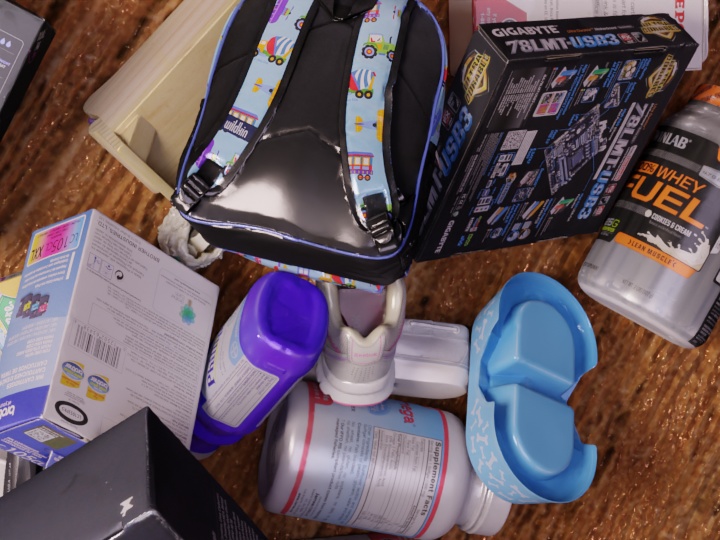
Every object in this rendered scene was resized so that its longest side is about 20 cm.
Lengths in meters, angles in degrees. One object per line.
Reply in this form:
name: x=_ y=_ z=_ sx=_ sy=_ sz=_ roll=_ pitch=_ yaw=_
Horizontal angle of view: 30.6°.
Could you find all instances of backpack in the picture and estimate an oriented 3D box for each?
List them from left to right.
backpack: x=-0.026 y=-0.104 z=0.949 sx=0.181 sy=0.135 sz=0.201 roll=11 pitch=77 yaw=9

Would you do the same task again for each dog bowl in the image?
dog bowl: x=0.138 y=0.100 z=1.085 sx=0.111 sy=0.049 sz=0.201 roll=25 pitch=54 yaw=-27

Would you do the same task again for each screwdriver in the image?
screwdriver: x=-0.243 y=0.218 z=0.953 sx=0.029 sy=0.028 sz=0.202 roll=0 pitch=94 yaw=16

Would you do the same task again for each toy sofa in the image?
toy sofa: x=-0.118 y=-0.155 z=1.040 sx=0.200 sy=0.098 sz=0.083 roll=-48 pitch=128 yaw=-3

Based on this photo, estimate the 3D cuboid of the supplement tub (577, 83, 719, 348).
supplement tub: x=0.279 y=-0.046 z=1.108 sx=0.122 sy=0.123 sz=0.201 roll=28 pitch=90 yaw=-14

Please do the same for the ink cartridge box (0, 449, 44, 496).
ink cartridge box: x=-0.309 y=0.213 z=0.976 sx=0.199 sy=0.045 sz=0.177 roll=19 pitch=92 yaw=-13

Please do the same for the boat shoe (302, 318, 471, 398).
boat shoe: x=-0.003 y=0.057 z=1.095 sx=0.198 sy=0.072 sz=0.069 roll=8 pitch=68 yaw=-2

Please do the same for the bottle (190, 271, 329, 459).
bottle: x=-0.094 y=0.083 z=1.020 sx=0.065 sy=0.200 sz=0.084 roll=24 pitch=48 yaw=-16

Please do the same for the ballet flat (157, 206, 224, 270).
ballet flat: x=-0.080 y=-0.073 z=1.058 sx=0.072 sy=0.072 sz=0.200 roll=43 pitch=87 yaw=-14

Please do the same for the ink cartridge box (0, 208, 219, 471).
ink cartridge box: x=-0.187 y=0.077 z=0.954 sx=0.136 sy=0.076 sz=0.201 roll=35 pitch=49 yaw=-39

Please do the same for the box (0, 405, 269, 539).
box: x=-0.162 y=0.233 z=0.886 sx=0.196 sy=0.118 sz=0.200 roll=-31 pitch=120 yaw=8

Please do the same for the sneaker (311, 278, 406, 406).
sneaker: x=0.000 y=0.000 z=1.041 sx=0.081 sy=0.088 sz=0.201 roll=-3 pitch=62 yaw=-13

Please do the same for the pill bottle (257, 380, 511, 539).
pill bottle: x=0.022 y=0.161 z=1.089 sx=0.199 sy=0.109 sz=0.110 roll=13 pitch=95 yaw=-14

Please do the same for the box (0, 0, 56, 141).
box: x=-0.322 y=-0.119 z=0.957 sx=0.124 sy=0.149 sz=0.201 roll=26 pitch=91 yaw=-13

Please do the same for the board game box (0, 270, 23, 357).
board game box: x=-0.271 y=0.110 z=1.011 sx=0.134 sy=0.034 sz=0.201 roll=-19 pitch=100 yaw=-8

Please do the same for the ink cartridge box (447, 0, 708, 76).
ink cartridge box: x=0.176 y=-0.234 z=1.081 sx=0.198 sy=0.083 sz=0.148 roll=-3 pitch=99 yaw=-12

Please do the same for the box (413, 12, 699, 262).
box: x=0.142 y=-0.103 z=1.023 sx=0.197 sy=0.050 sz=0.201 roll=-12 pitch=141 yaw=-33

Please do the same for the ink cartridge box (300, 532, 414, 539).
ink cartridge box: x=-0.040 y=0.281 z=1.072 sx=0.198 sy=0.146 sz=0.086 roll=-1 pitch=99 yaw=-11
